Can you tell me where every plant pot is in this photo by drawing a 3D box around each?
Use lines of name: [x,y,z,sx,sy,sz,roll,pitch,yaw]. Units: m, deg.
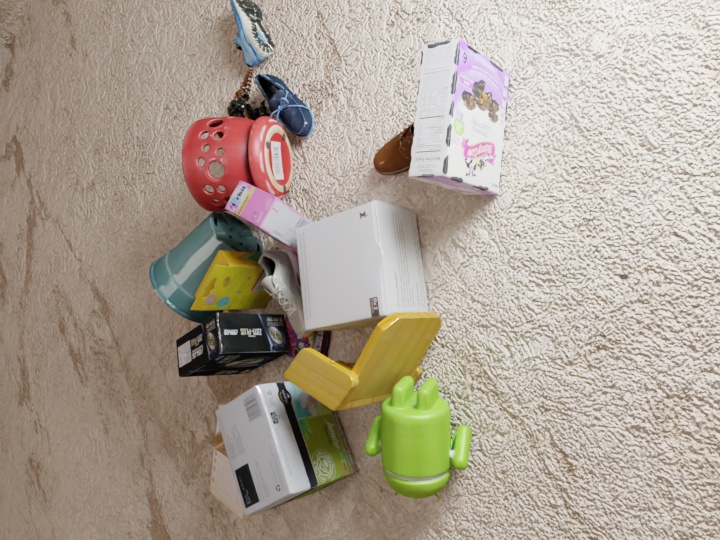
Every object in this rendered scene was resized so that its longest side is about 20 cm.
plant pot: [-0.339,-0.017,1.269,0.196,0.200,0.201,-43,61,19]
plant pot: [-0.250,-0.230,1.188,0.181,0.200,0.202,-2,85,16]

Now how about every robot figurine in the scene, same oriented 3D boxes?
robot figurine: [0.092,0.281,0.916,0.174,0.116,0.202,0,97,19]

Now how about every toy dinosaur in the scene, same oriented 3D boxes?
toy dinosaur: [-0.284,-0.369,1.307,0.136,0.102,0.201,24,125,55]

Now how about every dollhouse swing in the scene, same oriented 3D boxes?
dollhouse swing: [0.009,0.127,0.950,0.181,0.199,0.177,23,102,38]

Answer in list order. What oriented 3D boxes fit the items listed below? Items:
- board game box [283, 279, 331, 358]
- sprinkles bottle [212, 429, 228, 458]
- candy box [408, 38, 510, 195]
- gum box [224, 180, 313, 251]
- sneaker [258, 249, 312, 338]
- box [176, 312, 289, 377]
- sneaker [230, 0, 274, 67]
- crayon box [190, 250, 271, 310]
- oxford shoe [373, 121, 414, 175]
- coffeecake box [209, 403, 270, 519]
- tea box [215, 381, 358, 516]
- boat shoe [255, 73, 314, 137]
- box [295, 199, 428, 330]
board game box: [-0.107,0.089,1.163,0.120,0.032,0.202,11,94,44]
sprinkles bottle: [-0.202,0.383,1.115,0.068,0.200,0.068,-38,21,18]
candy box: [0.160,-0.230,0.873,0.071,0.167,0.202,6,91,41]
gum box: [-0.158,-0.093,1.113,0.113,0.200,0.066,27,86,36]
sneaker: [-0.157,0.048,1.130,0.076,0.092,0.201,-39,63,32]
box: [-0.278,0.163,1.193,0.200,0.163,0.087,-29,65,42]
sneaker: [-0.279,-0.574,1.324,0.090,0.078,0.201,-35,65,36]
crayon box: [-0.263,0.023,1.183,0.051,0.199,0.127,48,115,28]
oxford shoe: [0.090,-0.235,0.996,0.199,0.071,0.072,-26,72,37]
coffeecake box: [-0.257,0.410,1.220,0.153,0.073,0.202,8,92,49]
tea box: [-0.139,0.327,1.058,0.133,0.196,0.201,-35,67,28]
boat shoe: [-0.178,-0.363,1.227,0.200,0.068,0.084,48,115,31]
box: [0.000,0.000,1.013,0.199,0.130,0.201,-14,77,38]
